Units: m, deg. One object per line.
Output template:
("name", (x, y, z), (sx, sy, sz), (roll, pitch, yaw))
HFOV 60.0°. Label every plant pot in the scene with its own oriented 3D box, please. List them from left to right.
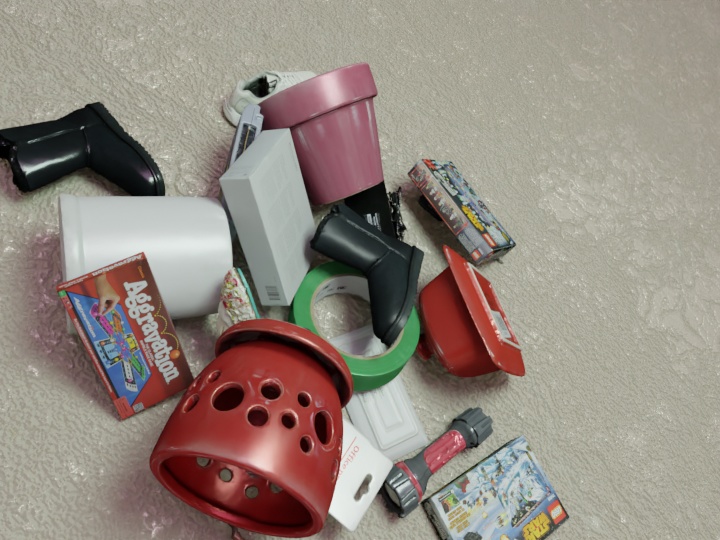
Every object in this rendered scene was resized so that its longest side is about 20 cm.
("plant pot", (-0.110, 0.173, 0.706), (0.197, 0.201, 0.185), (26, 48, -9))
("plant pot", (-0.049, -0.211, 1.006), (0.198, 0.198, 0.182), (-28, 104, -32))

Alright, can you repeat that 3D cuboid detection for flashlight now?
("flashlight", (0.113, 0.270, 0.903), (0.198, 0.069, 0.067), (-29, 44, -28))

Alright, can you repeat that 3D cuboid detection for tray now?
("tray", (0.024, 0.182, 0.939), (0.106, 0.022, 0.203), (-16, 72, -28))

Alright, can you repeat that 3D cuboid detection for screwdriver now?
("screwdriver", (0.189, -0.077, 1.144), (0.198, 0.028, 0.029), (33, 85, -7))

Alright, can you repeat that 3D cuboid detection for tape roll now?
("tape roll", (-0.010, 0.079, 0.939), (0.196, 0.049, 0.204), (10, 51, -13))

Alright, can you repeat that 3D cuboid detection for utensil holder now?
("utensil holder", (-0.283, -0.013, 0.819), (0.196, 0.170, 0.173), (-3, 66, -28))

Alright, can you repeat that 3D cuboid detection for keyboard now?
("keyboard", (0.030, -0.075, 1.075), (0.102, 0.040, 0.204), (-8, 67, -1))

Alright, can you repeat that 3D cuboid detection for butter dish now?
("butter dish", (0.150, 0.091, 0.977), (0.199, 0.146, 0.203), (26, 37, -60))

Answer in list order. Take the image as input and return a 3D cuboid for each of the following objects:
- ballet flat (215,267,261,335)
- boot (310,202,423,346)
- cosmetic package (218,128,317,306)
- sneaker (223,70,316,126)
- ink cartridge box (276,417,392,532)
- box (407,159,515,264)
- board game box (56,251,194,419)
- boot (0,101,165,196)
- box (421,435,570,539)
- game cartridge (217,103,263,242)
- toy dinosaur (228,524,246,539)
("ballet flat", (-0.153, 0.079, 0.820), (0.063, 0.202, 0.076), (-27, 52, -11))
("boot", (0.000, 0.000, 0.907), (0.166, 0.077, 0.202), (27, 42, -7))
("cosmetic package", (-0.121, -0.076, 0.890), (0.050, 0.203, 0.152), (0, 34, 20))
("sneaker", (-0.142, -0.312, 1.084), (0.198, 0.081, 0.076), (-30, 77, -34))
("ink cartridge box", (-0.067, 0.245, 0.839), (0.199, 0.067, 0.116), (41, 56, 1))
("box", (0.181, -0.107, 1.098), (0.202, 0.040, 0.136), (54, 29, 14))
("board game box", (-0.277, 0.084, 0.758), (0.101, 0.203, 0.019), (-25, 37, -20))
("boot", (-0.398, -0.144, 0.884), (0.200, 0.077, 0.167), (46, 52, 12))
("box", (0.201, 0.353, 0.919), (0.197, 0.040, 0.139), (-21, 73, -31))
("game cartridge", (-0.189, -0.131, 0.937), (0.040, 0.133, 0.204), (13, 63, -13))
("toy dinosaur", (-0.127, 0.393, 0.734), (0.199, 0.085, 0.137), (37, 65, -22))
